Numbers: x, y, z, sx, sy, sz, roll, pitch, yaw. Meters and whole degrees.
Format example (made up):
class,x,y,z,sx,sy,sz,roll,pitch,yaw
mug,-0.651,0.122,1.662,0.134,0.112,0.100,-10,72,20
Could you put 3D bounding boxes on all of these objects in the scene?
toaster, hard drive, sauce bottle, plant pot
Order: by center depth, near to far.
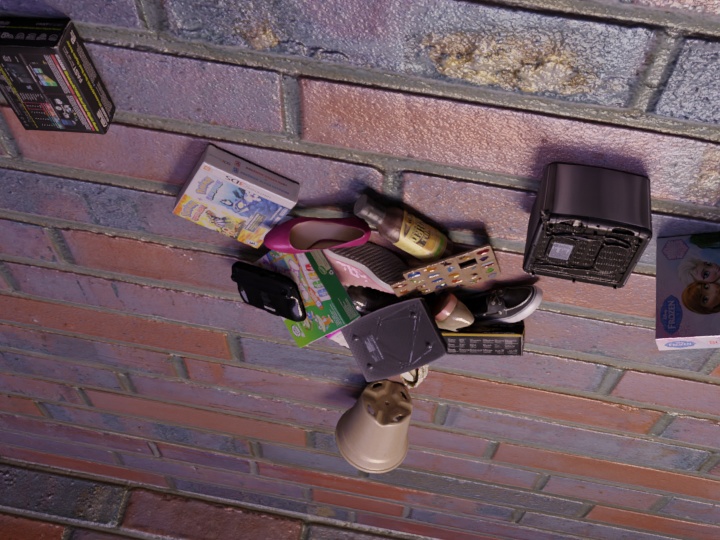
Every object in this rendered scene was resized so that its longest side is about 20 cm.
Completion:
class,x,y,z,sx,sy,sz,roll,pitch,yaw
toaster,0.365,-0.072,1.438,0.179,0.120,0.201,8,150,4
sauce bottle,0.076,-0.072,1.591,0.199,0.065,0.065,27,147,-27
hard drive,0.068,0.132,1.736,0.199,0.042,0.136,-24,97,34
plant pot,0.050,0.382,2.262,0.198,0.202,0.184,14,138,-4

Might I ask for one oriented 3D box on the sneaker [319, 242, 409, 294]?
class,x,y,z,sx,sy,sz,roll,pitch,yaw
sneaker,0.000,0.000,1.727,0.199,0.076,0.105,26,143,-10

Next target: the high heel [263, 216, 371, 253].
class,x,y,z,sx,sy,sz,roll,pitch,yaw
high heel,-0.079,-0.061,1.597,0.198,0.068,0.096,-1,-174,1

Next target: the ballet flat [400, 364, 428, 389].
class,x,y,z,sx,sy,sz,roll,pitch,yaw
ballet flat,0.095,0.169,1.809,0.075,0.064,0.201,4,139,28

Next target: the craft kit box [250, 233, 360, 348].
class,x,y,z,sx,sy,sz,roll,pitch,yaw
craft kit box,-0.112,0.037,1.739,0.201,0.048,0.197,59,147,-1

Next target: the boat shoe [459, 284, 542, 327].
class,x,y,z,sx,sy,sz,roll,pitch,yaw
boat shoe,0.269,0.067,1.757,0.056,0.069,0.199,31,147,-29

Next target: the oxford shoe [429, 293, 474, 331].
class,x,y,z,sx,sy,sz,roll,pitch,yaw
oxford shoe,0.172,0.097,1.782,0.074,0.071,0.200,35,173,-4

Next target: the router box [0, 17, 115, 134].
class,x,y,z,sx,sy,sz,roll,pitch,yaw
router box,-0.495,-0.304,1.404,0.148,0.063,0.201,6,149,11

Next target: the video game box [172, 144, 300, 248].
class,x,y,z,sx,sy,sz,roll,pitch,yaw
video game box,-0.229,-0.130,1.623,0.181,0.047,0.200,25,147,-17

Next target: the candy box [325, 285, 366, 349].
class,x,y,z,sx,sy,sz,roll,pitch,yaw
candy box,-0.009,0.106,1.858,0.199,0.062,0.136,32,142,-30

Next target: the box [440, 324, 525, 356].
class,x,y,z,sx,sy,sz,roll,pitch,yaw
box,0.236,0.140,1.821,0.198,0.050,0.160,0,-178,13

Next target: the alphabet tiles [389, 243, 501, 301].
class,x,y,z,sx,sy,sz,roll,pitch,yaw
alphabet tiles,0.158,0.012,1.659,0.198,0.008,0.167,-18,157,10

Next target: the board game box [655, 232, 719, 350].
class,x,y,z,sx,sy,sz,roll,pitch,yaw
board game box,0.586,0.029,1.451,0.198,0.202,0.041,-6,144,27

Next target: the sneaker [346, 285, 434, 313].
class,x,y,z,sx,sy,sz,roll,pitch,yaw
sneaker,0.066,0.046,1.777,0.198,0.067,0.090,10,144,-32

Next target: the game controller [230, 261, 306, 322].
class,x,y,z,sx,sy,sz,roll,pitch,yaw
game controller,-0.184,0.042,1.770,0.199,0.042,0.105,17,142,44
